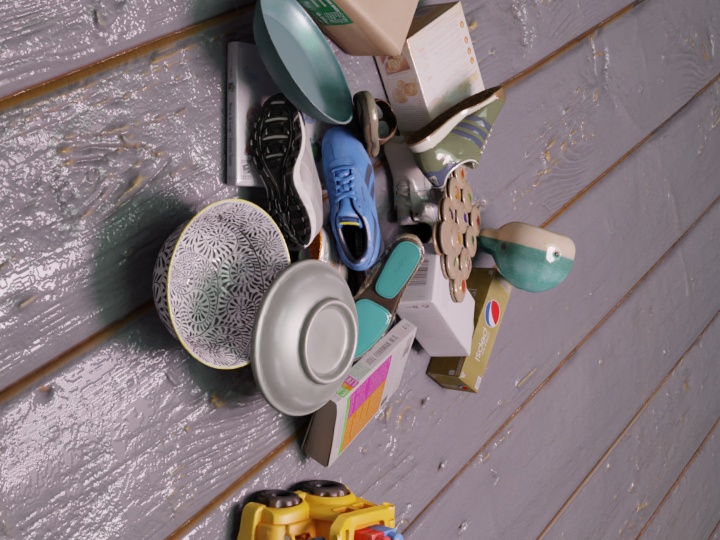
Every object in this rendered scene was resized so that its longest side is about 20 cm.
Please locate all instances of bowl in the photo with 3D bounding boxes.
[{"bbox_3d":[-0.184,0.015,1.275,0.201,0.094,0.201,-4,95,-50],"label":"bowl"}]

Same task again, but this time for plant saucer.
[{"bbox_3d":[-0.079,-0.267,1.348,0.200,0.036,0.200,49,25,-33],"label":"plant saucer"},{"bbox_3d":[-0.054,0.087,1.329,0.200,0.050,0.200,-13,106,-51],"label":"plant saucer"}]

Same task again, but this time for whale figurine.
[{"bbox_3d":[0.257,-0.022,1.720,0.159,0.200,0.104,15,89,-27],"label":"whale figurine"}]

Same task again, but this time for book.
[{"bbox_3d":[0.004,0.170,1.501,0.200,0.048,0.134,-40,154,-43],"label":"book"}]

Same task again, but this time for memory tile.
[{"bbox_3d":[0.148,-0.063,1.602,0.200,0.017,0.153,-72,149,-43],"label":"memory tile"}]

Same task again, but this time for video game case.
[{"bbox_3d":[-0.100,-0.201,1.416,0.200,0.024,0.182,-3,94,-50],"label":"video game case"}]

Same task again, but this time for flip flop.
[{"bbox_3d":[0.023,-0.208,1.465,0.200,0.058,0.081,83,-12,-86],"label":"flip flop"}]

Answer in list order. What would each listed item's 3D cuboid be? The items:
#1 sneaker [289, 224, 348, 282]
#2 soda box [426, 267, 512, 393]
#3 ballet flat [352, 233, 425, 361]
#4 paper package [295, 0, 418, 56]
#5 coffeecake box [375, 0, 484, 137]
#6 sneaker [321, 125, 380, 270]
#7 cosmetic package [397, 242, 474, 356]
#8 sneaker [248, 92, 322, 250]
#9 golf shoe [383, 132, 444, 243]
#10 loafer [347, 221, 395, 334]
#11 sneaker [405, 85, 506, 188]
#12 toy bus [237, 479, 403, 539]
[{"bbox_3d":[-0.050,0.032,1.457,0.092,0.076,0.200,3,91,-55],"label":"sneaker"},{"bbox_3d":[0.181,0.095,1.738,0.064,0.068,0.200,41,62,-43],"label":"soda box"},{"bbox_3d":[0.023,0.036,1.455,0.068,0.075,0.200,31,95,-8],"label":"ballet flat"},{"bbox_3d":[-0.007,-0.420,1.451,0.200,0.103,0.191,36,65,-46],"label":"paper package"},{"bbox_3d":[0.114,-0.288,1.627,0.154,0.073,0.200,-43,124,-39],"label":"coffeecake box"},{"bbox_3d":[-0.013,-0.099,1.423,0.078,0.066,0.200,-3,83,-82],"label":"sneaker"},{"bbox_3d":[0.111,0.048,1.606,0.200,0.074,0.102,55,38,-54],"label":"cosmetic package"},{"bbox_3d":[-0.091,-0.130,1.369,0.079,0.074,0.200,-37,122,-65],"label":"sneaker"},{"bbox_3d":[0.082,-0.116,1.605,0.097,0.078,0.200,-55,130,-24],"label":"golf shoe"},{"bbox_3d":[0.000,0.000,1.525,0.072,0.063,0.200,-30,112,-59],"label":"loafer"},{"bbox_3d":[0.153,-0.193,1.569,0.200,0.067,0.090,-37,112,-33],"label":"sneaker"},{"bbox_3d":[-0.036,0.367,1.403,0.200,0.192,0.136,2,92,-49],"label":"toy bus"}]
